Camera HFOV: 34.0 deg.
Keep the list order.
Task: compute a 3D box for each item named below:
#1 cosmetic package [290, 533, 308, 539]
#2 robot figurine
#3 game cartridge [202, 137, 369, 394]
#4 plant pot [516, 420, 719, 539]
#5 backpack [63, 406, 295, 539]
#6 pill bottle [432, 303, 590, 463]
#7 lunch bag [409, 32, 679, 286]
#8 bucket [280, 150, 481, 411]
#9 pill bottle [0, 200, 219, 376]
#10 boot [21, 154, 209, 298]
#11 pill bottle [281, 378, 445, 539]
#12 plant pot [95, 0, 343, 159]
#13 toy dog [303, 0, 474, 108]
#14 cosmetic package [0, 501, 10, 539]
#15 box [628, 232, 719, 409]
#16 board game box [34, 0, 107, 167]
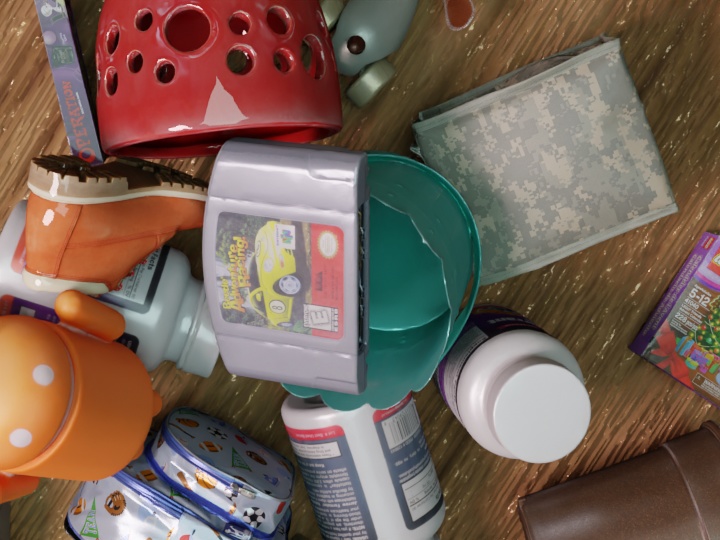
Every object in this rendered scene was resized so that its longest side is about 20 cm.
[{"bbox_3d":[-0.055,0.324,1.044,0.071,0.200,0.105,39,91,-10],"label":"cosmetic package"},{"bbox_3d":[-0.236,0.100,0.892,0.143,0.200,0.117,-32,64,16],"label":"robot figurine"},{"bbox_3d":[-0.059,-0.002,0.927,0.132,0.041,0.201,8,114,21],"label":"game cartridge"},{"bbox_3d":[0.258,0.262,1.089,0.197,0.200,0.202,-16,100,2],"label":"plant pot"},{"bbox_3d":[-0.152,0.208,1.027,0.189,0.200,0.155,21,90,-3],"label":"backpack"},{"bbox_3d":[0.132,0.100,1.035,0.111,0.200,0.112,-1,99,-8],"label":"pill bottle"},{"bbox_3d":[0.158,-0.096,1.049,0.199,0.118,0.165,-22,101,8],"label":"lunch bag"},{"bbox_3d":[0.000,0.000,1.003,0.206,0.135,0.209,7,115,16],"label":"bucket"},{"bbox_3d":[-0.214,0.022,1.016,0.199,0.111,0.112,19,95,-10],"label":"pill bottle"},{"bbox_3d":[-0.187,-0.033,0.942,0.075,0.199,0.108,23,107,34],"label":"boot"},{"bbox_3d":[0.011,0.197,1.075,0.119,0.120,0.201,-18,101,-5],"label":"pill bottle"},{"bbox_3d":[-0.120,-0.191,0.965,0.199,0.200,0.184,-5,88,-7],"label":"plant pot"},{"bbox_3d":[0.032,-0.239,1.024,0.131,0.096,0.201,24,95,-10],"label":"toy dog"},{"bbox_3d":[-0.414,0.230,1.043,0.199,0.090,0.108,4,98,-11],"label":"cosmetic package"},{"bbox_3d":[0.380,0.073,1.145,0.199,0.039,0.137,32,92,-11],"label":"box"},{"bbox_3d":[-0.248,-0.187,0.984,0.032,0.120,0.201,-13,99,-5],"label":"board game box"}]
